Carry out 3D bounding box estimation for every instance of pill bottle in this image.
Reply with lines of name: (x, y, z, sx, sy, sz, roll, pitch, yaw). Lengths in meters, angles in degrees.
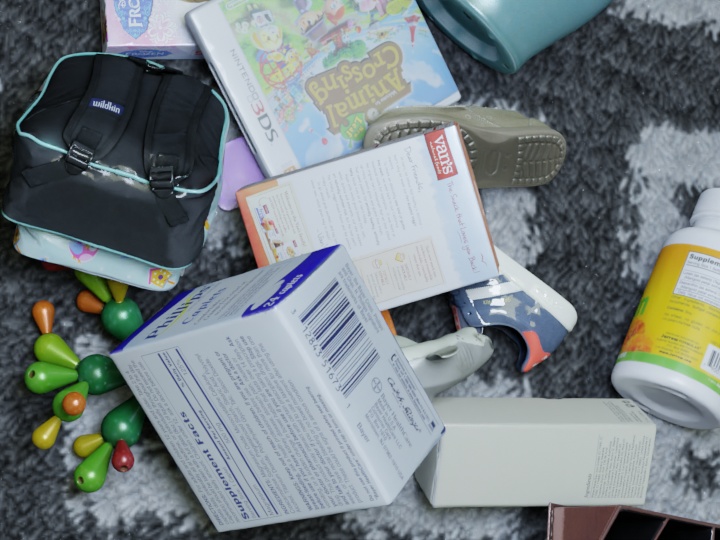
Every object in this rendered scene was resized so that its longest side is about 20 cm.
pill bottle: (0.312, 0.032, 1.589, 0.110, 0.111, 0.201, 27, 73, -7)

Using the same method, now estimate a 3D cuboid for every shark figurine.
shark figurine: (0.013, 0.102, 1.472, 0.212, 0.128, 0.091, -6, 99, -2)

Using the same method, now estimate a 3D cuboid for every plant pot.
plant pot: (0.147, -0.289, 1.582, 0.200, 0.200, 0.188, 41, 85, -3)

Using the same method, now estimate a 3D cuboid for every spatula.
spatula: (-0.045, -0.115, 1.575, 0.199, 0.021, 0.057, -23, 90, -19)

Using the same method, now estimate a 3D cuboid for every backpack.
backpack: (-0.198, -0.089, 1.453, 0.174, 0.154, 0.201, 13, 38, -6)

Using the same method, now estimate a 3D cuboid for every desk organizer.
desk organizer: (0.252, 0.246, 1.502, 0.199, 0.077, 0.073, 16, 72, -40)

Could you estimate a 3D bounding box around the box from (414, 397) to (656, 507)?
box: (0.152, 0.158, 1.530, 0.198, 0.068, 0.083, 3, 107, -14)

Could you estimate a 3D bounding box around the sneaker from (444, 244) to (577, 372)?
sneaker: (0.094, 0.014, 1.560, 0.199, 0.075, 0.085, 37, 85, 2)

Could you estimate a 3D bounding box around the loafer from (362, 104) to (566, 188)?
loafer: (0.087, -0.112, 1.578, 0.198, 0.068, 0.076, 3, 114, -26)

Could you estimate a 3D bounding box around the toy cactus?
toy cactus: (-0.197, 0.080, 1.467, 0.163, 0.102, 0.202, 2, 68, -24)

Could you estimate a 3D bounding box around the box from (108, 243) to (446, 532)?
box: (-0.066, 0.097, 1.399, 0.105, 0.199, 0.185, -46, 113, -45)

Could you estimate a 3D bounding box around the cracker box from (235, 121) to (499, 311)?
cracker box: (0.007, -0.035, 1.502, 0.198, 0.058, 0.135, -16, 97, 7)

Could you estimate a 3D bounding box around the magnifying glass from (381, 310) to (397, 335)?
magnifying glass: (0.000, 0.000, 1.565, 0.079, 0.022, 0.202, -17, 81, -17)

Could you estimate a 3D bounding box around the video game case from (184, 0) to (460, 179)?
video game case: (-0.030, -0.189, 1.556, 0.199, 0.022, 0.183, -30, 100, -19)

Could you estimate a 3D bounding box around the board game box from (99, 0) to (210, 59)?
board game box: (-0.138, -0.291, 1.578, 0.197, 0.041, 0.202, -3, 79, -15)

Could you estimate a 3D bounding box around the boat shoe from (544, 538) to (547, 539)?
boat shoe: (0.151, 0.277, 1.517, 0.199, 0.075, 0.062, -28, 81, -30)
